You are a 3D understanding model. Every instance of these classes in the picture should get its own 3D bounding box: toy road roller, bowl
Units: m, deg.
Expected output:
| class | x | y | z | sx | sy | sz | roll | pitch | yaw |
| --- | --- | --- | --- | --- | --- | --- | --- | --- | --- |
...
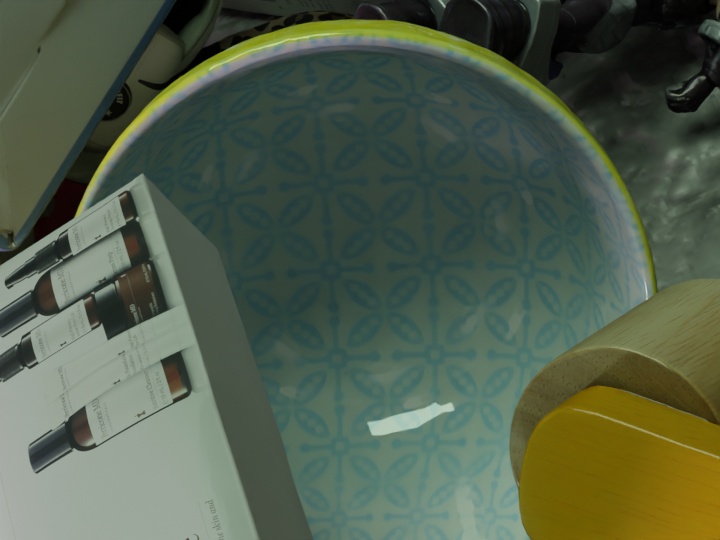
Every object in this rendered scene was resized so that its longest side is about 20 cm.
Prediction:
| class | x | y | z | sx | sy | sz | roll | pitch | yaw |
| --- | --- | --- | --- | --- | --- | --- | --- | --- | --- |
| toy road roller | 0.151 | 0.026 | 0.696 | 0.200 | 0.146 | 0.123 | 17 | 22 | 25 |
| bowl | 0.000 | 0.000 | 0.873 | 0.200 | 0.201 | 0.108 | -23 | 19 | 9 |

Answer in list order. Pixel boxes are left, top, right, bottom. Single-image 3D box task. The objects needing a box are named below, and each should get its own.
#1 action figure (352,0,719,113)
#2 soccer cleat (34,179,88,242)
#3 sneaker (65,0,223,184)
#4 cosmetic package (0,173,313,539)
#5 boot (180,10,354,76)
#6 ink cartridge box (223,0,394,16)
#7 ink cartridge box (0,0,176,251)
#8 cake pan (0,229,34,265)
| class | x | y | z | sx | sy | sz | roll | pitch | yaw |
| --- | --- | --- | --- | --- | --- | --- | --- | --- | --- |
| action figure | 0.086 | -0.103 | 0.977 | 0.200 | 0.070 | 0.130 | -22 | 36 | -38 |
| soccer cleat | -0.138 | -0.054 | 1.103 | 0.076 | 0.067 | 0.200 | -9 | 46 | 32 |
| sneaker | -0.087 | -0.121 | 1.040 | 0.088 | 0.074 | 0.200 | -42 | 27 | 27 |
| cosmetic package | -0.065 | 0.067 | 0.735 | 0.082 | 0.051 | 0.200 | -33 | 44 | 11 |
| boot | -0.063 | -0.020 | 1.009 | 0.200 | 0.073 | 0.151 | -29 | 33 | 15 |
| ink cartridge box | -0.057 | -0.221 | 1.161 | 0.200 | 0.147 | 0.145 | 14 | 56 | 41 |
| ink cartridge box | -0.171 | -0.084 | 0.959 | 0.200 | 0.076 | 0.137 | 7 | 60 | 51 |
| cake pan | -0.191 | 0.039 | 0.995 | 0.200 | 0.037 | 0.201 | -39 | 36 | 35 |
